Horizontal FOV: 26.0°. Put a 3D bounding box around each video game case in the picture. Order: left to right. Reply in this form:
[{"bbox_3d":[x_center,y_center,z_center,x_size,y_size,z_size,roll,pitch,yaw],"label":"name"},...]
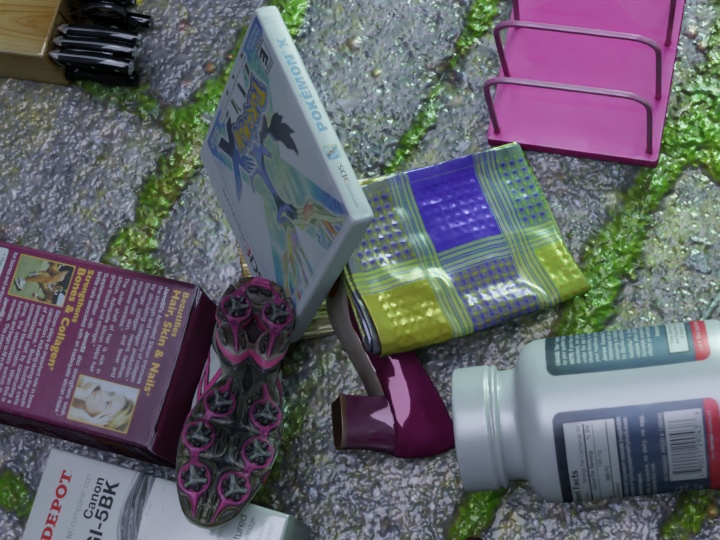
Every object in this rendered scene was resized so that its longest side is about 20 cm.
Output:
[{"bbox_3d":[-0.062,-0.067,1.177,0.022,0.200,0.184,-15,68,-26],"label":"video game case"}]

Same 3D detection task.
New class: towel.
[{"bbox_3d":[0.068,-0.019,1.190,0.198,0.023,0.145,-13,69,-23],"label":"towel"}]

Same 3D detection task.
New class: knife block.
[{"bbox_3d":[-0.282,-0.194,1.335,0.199,0.064,0.176,-34,69,-1],"label":"knife block"}]

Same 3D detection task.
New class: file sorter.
[{"bbox_3d":[0.179,-0.205,1.217,0.137,0.126,0.202,9,75,13],"label":"file sorter"}]

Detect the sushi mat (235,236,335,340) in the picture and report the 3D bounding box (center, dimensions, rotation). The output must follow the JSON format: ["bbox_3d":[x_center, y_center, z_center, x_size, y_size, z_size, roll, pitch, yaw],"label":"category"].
[{"bbox_3d":[0.000,0.000,1.248,0.198,0.012,0.097,-10,72,8],"label":"sushi mat"}]

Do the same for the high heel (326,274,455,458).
[{"bbox_3d":[0.025,0.044,1.207,0.095,0.067,0.202,3,79,-15],"label":"high heel"}]

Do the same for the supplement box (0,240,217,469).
[{"bbox_3d":[-0.218,0.065,1.223,0.198,0.103,0.132,13,76,15],"label":"supplement box"}]

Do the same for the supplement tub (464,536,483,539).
[{"bbox_3d":[0.044,0.291,1.102,0.200,0.107,0.107,-43,70,-3],"label":"supplement tub"}]

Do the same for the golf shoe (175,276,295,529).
[{"bbox_3d":[-0.092,0.109,1.163,0.072,0.092,0.201,16,54,-3],"label":"golf shoe"}]

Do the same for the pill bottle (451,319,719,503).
[{"bbox_3d":[0.169,0.105,1.127,0.198,0.120,0.121,-6,72,9],"label":"pill bottle"}]

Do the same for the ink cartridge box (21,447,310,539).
[{"bbox_3d":[-0.156,0.231,1.171,0.198,0.083,0.148,13,77,14],"label":"ink cartridge box"}]
